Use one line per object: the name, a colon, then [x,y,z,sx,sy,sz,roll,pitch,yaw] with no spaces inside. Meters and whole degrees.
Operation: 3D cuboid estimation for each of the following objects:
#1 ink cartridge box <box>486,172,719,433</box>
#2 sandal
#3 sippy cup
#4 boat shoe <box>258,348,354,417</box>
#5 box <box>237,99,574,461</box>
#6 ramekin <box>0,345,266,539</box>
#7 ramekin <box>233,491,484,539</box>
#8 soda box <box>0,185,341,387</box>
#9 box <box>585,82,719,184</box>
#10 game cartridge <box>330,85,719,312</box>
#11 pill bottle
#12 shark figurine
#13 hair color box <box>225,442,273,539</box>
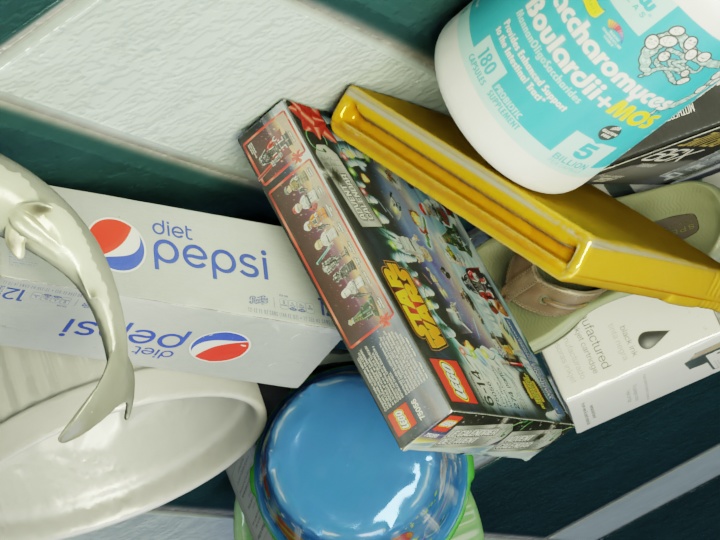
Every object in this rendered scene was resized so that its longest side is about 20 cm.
ink cartridge box: [0.198,-0.006,1.383,0.200,0.146,0.084,-25,159,2]
sandal: [0.130,-0.008,1.311,0.201,0.080,0.057,-25,159,18]
sippy cup: [-0.002,0.115,1.265,0.139,0.178,0.130,-9,169,1]
boat shoe: [0.019,0.075,1.427,0.201,0.063,0.074,-11,177,18]
box: [0.026,0.007,1.157,0.040,0.200,0.137,-39,156,23]
ramekin: [-0.164,0.074,1.259,0.200,0.105,0.200,-19,159,-8]
ramekin: [0.003,0.210,1.646,0.098,0.200,0.200,-14,159,-42]
soda box: [-0.110,0.008,1.140,0.199,0.064,0.068,9,145,-26]
box: [0.214,-0.096,1.233,0.157,0.050,0.200,-20,173,27]
game cartridge: [0.101,-0.035,1.186,0.200,0.176,0.032,14,108,-57]
pill bottle: [0.138,-0.133,1.063,0.111,0.111,0.200,2,147,-48]
shark figurine: [-0.170,-0.022,1.022,0.128,0.214,0.090,-55,-167,5]
hair color box: [-0.036,0.185,1.527,0.060,0.200,0.100,-16,159,-19]
